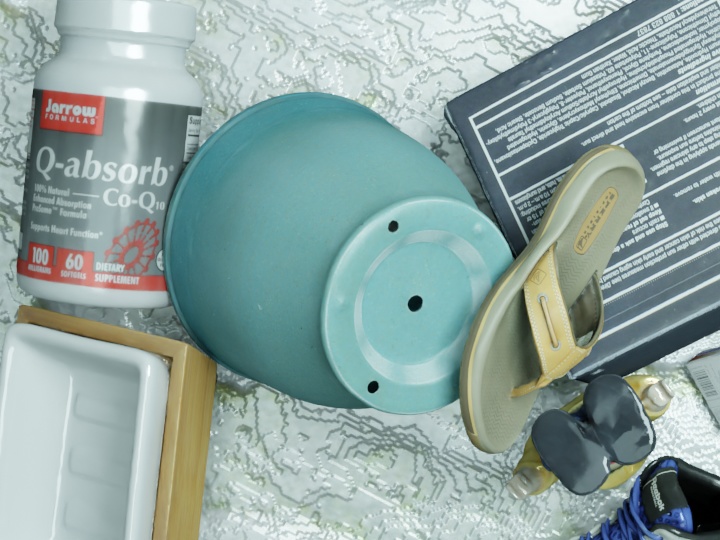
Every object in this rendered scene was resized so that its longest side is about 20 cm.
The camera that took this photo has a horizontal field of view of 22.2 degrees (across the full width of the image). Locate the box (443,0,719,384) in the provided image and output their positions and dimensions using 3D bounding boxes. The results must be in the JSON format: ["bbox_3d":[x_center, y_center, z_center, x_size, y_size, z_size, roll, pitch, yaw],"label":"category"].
[{"bbox_3d":[0.191,-0.056,1.191,0.199,0.123,0.200,-27,75,13],"label":"box"}]

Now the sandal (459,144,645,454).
[{"bbox_3d":[0.121,0.021,1.097,0.054,0.080,0.201,29,89,40],"label":"sandal"}]

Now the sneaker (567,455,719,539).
[{"bbox_3d":[0.188,0.178,1.231,0.198,0.081,0.116,-15,135,13],"label":"sneaker"}]

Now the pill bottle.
[{"bbox_3d":[-0.167,-0.081,1.236,0.115,0.116,0.202,6,95,1],"label":"pill bottle"}]

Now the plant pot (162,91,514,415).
[{"bbox_3d":[0.000,0.000,1.166,0.198,0.188,0.202,-7,106,-26],"label":"plant pot"}]

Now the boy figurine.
[{"bbox_3d":[0.150,0.113,1.200,0.124,0.200,0.065,-34,78,2],"label":"boy figurine"}]

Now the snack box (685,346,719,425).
[{"bbox_3d":[0.300,0.139,1.264,0.024,0.072,0.201,-32,94,-31],"label":"snack box"}]

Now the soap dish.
[{"bbox_3d":[-0.175,0.134,1.244,0.156,0.081,0.202,10,95,36],"label":"soap dish"}]
